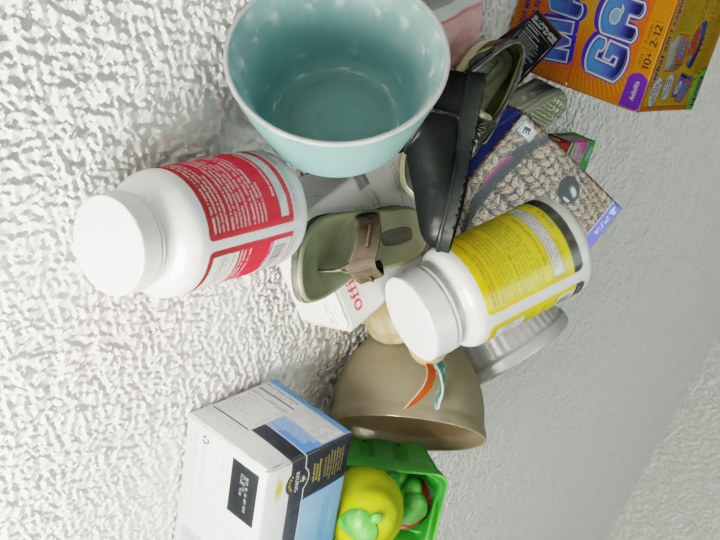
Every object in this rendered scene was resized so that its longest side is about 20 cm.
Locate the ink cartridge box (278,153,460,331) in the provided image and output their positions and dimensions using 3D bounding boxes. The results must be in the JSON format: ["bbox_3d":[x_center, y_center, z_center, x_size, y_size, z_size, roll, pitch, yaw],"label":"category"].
[{"bbox_3d":[0.002,-0.052,1.232,0.200,0.083,0.147,-40,122,-34],"label":"ink cartridge box"}]

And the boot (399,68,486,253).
[{"bbox_3d":[0.032,-0.126,1.143,0.073,0.162,0.199,50,50,-84],"label":"boot"}]

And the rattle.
[{"bbox_3d":[0.118,0.055,1.306,0.130,0.143,0.200,50,41,-49],"label":"rattle"}]

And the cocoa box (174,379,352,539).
[{"bbox_3d":[-0.110,0.248,1.276,0.131,0.133,0.200,-19,128,-44],"label":"cocoa box"}]

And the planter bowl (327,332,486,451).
[{"bbox_3d":[0.062,0.142,1.450,0.200,0.200,0.135,45,47,-60],"label":"planter bowl"}]

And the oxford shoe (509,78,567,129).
[{"bbox_3d":[0.178,-0.193,1.480,0.200,0.058,0.075,-28,144,-25],"label":"oxford shoe"}]

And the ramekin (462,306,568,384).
[{"bbox_3d":[0.175,0.078,1.570,0.202,0.094,0.202,-31,-178,1],"label":"ramekin"}]

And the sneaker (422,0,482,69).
[{"bbox_3d":[0.071,-0.240,1.230,0.200,0.075,0.105,-32,128,-50],"label":"sneaker"}]

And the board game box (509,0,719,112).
[{"bbox_3d":[0.335,-0.329,1.468,0.200,0.200,0.200,-13,124,-55],"label":"board game box"}]

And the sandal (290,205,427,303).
[{"bbox_3d":[0.006,-0.024,1.139,0.201,0.057,0.080,-22,112,-42],"label":"sandal"}]

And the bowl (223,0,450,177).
[{"bbox_3d":[-0.021,-0.165,1.050,0.201,0.201,0.105,-49,161,-24],"label":"bowl"}]

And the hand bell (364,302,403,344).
[{"bbox_3d":[0.000,0.000,1.334,0.104,0.104,0.200,-58,139,-8],"label":"hand bell"}]

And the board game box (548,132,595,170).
[{"bbox_3d":[0.265,-0.124,1.689,0.200,0.040,0.153,-12,124,-55],"label":"board game box"}]

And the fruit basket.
[{"bbox_3d":[0.002,0.287,1.384,0.215,0.215,0.156,-26,134,-48],"label":"fruit basket"}]

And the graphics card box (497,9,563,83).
[{"bbox_3d":[0.134,-0.208,1.330,0.200,0.051,0.125,-48,-170,-26],"label":"graphics card box"}]

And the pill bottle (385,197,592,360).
[{"bbox_3d":[0.134,0.010,1.212,0.200,0.114,0.114,-25,137,-22],"label":"pill bottle"}]

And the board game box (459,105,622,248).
[{"bbox_3d":[0.191,-0.084,1.417,0.200,0.097,0.160,38,91,-28],"label":"board game box"}]

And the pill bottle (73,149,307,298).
[{"bbox_3d":[-0.147,-0.040,1.009,0.200,0.112,0.113,-19,129,-52],"label":"pill bottle"}]

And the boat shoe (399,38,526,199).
[{"bbox_3d":[0.108,-0.163,1.199,0.201,0.072,0.066,-58,-167,-14],"label":"boat shoe"}]
